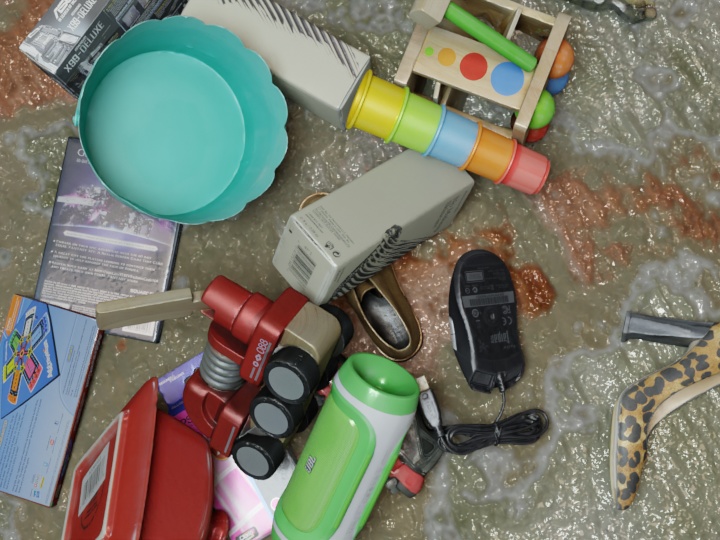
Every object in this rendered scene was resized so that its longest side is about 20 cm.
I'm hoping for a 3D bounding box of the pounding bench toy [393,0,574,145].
[{"bbox_3d":[0.127,-0.207,1.058,0.155,0.200,0.125,22,85,8],"label":"pounding bench toy"}]

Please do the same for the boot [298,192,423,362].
[{"bbox_3d":[0.000,0.000,1.106,0.073,0.075,0.201,-34,80,2],"label":"boot"}]

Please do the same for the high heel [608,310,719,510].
[{"bbox_3d":[0.319,0.142,1.059,0.141,0.071,0.202,8,75,12],"label":"high heel"}]

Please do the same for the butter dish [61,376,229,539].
[{"bbox_3d":[-0.196,0.238,1.045,0.147,0.200,0.201,20,46,-25],"label":"butter dish"}]

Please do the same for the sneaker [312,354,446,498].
[{"bbox_3d":[0.012,0.127,1.090,0.098,0.071,0.201,-43,83,-1],"label":"sneaker"}]

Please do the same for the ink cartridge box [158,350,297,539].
[{"bbox_3d":[-0.130,0.177,1.115,0.094,0.037,0.201,-30,79,0],"label":"ink cartridge box"}]

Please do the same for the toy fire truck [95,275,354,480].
[{"bbox_3d":[-0.134,0.081,0.995,0.199,0.129,0.177,32,131,8],"label":"toy fire truck"}]

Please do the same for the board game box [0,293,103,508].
[{"bbox_3d":[-0.341,0.136,1.135,0.102,0.019,0.202,16,90,6],"label":"board game box"}]

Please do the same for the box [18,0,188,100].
[{"bbox_3d":[-0.248,-0.269,1.119,0.050,0.158,0.201,36,88,8],"label":"box"}]

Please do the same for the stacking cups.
[{"bbox_3d":[0.086,-0.125,1.037,0.198,0.060,0.061,23,85,-8],"label":"stacking cups"}]

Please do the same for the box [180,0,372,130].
[{"bbox_3d":[-0.086,-0.232,1.140,0.199,0.082,0.069,30,85,6],"label":"box"}]

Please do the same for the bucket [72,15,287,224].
[{"bbox_3d":[-0.183,-0.144,1.078,0.205,0.135,0.210,-1,92,-19],"label":"bucket"}]

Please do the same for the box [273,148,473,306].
[{"bbox_3d":[0.014,-0.048,1.051,0.199,0.082,0.068,-32,72,-34],"label":"box"}]

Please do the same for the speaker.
[{"bbox_3d":[-0.016,0.181,1.017,0.088,0.088,0.202,27,111,8],"label":"speaker"}]

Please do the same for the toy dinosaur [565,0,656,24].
[{"bbox_3d":[0.222,-0.320,1.144,0.198,0.047,0.089,15,91,10],"label":"toy dinosaur"}]

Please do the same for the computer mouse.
[{"bbox_3d":[0.102,0.086,1.081,0.139,0.046,0.202,-11,84,-28],"label":"computer mouse"}]

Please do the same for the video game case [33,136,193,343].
[{"bbox_3d":[-0.265,-0.034,1.160,0.141,0.019,0.202,10,83,6],"label":"video game case"}]
